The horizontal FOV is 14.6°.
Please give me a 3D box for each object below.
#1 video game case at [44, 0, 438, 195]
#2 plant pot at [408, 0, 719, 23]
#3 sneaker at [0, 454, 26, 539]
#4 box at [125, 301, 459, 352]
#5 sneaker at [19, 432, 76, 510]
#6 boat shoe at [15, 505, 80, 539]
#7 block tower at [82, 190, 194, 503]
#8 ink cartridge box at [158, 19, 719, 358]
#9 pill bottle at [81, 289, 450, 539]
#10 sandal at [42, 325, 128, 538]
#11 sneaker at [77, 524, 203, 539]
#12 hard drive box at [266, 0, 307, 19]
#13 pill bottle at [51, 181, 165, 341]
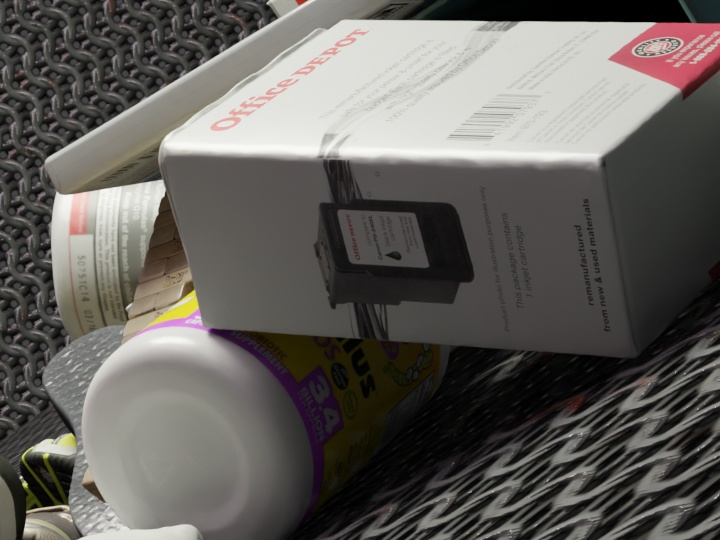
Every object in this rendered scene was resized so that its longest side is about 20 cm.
[{"bbox_3d":[-0.029,-0.096,1.341,0.200,0.022,0.182,-30,-6,23],"label":"video game case"},{"bbox_3d":[0.145,-0.103,1.317,0.141,0.141,0.200,-32,-1,36],"label":"plant pot"},{"bbox_3d":[-0.227,0.174,1.281,0.201,0.067,0.108,-53,-1,17],"label":"sneaker"},{"bbox_3d":[0.000,0.000,1.416,0.200,0.113,0.101,-34,4,24],"label":"box"},{"bbox_3d":[-0.134,0.108,1.490,0.076,0.075,0.200,-36,6,-18],"label":"sneaker"},{"bbox_3d":[-0.194,0.167,1.390,0.200,0.075,0.073,-21,1,36],"label":"boat shoe"},{"bbox_3d":[-0.071,0.030,1.292,0.054,0.058,0.200,-18,44,37],"label":"block tower"},{"bbox_3d":[0.045,-0.037,1.106,0.200,0.083,0.145,3,26,33],"label":"ink cartridge box"},{"bbox_3d":[-0.028,0.040,1.209,0.104,0.104,0.200,-32,5,35],"label":"pill bottle"},{"bbox_3d":[-0.104,0.089,1.363,0.076,0.043,0.200,-26,30,1],"label":"sandal"},{"bbox_3d":[-0.129,0.147,1.137,0.087,0.075,0.200,-22,3,-37],"label":"sneaker"},{"bbox_3d":[0.070,-0.116,1.589,0.156,0.200,0.077,-32,4,36],"label":"hard drive box"},{"bbox_3d":[-0.073,-0.013,1.665,0.200,0.114,0.114,-2,11,11],"label":"pill bottle"}]
